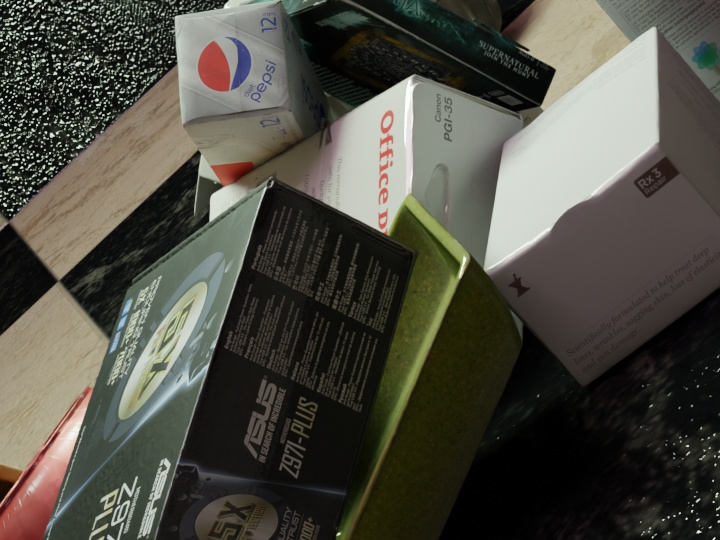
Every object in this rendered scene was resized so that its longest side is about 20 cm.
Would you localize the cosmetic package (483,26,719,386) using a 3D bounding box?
[{"bbox_3d":[0.131,-0.036,1.404,0.113,0.081,0.200,-37,15,20],"label":"cosmetic package"}]

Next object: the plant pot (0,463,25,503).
[{"bbox_3d":[-0.318,0.191,1.568,0.200,0.195,0.195,-11,63,57],"label":"plant pot"}]

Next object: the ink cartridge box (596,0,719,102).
[{"bbox_3d":[0.181,-0.195,1.500,0.136,0.200,0.076,-37,13,22],"label":"ink cartridge box"}]

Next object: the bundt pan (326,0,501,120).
[{"bbox_3d":[0.030,-0.157,2.135,0.202,0.076,0.202,-41,13,11],"label":"bundt pan"}]

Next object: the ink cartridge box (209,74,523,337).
[{"bbox_3d":[0.000,0.000,1.545,0.200,0.083,0.147,-27,54,48],"label":"ink cartridge box"}]

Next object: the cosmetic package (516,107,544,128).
[{"bbox_3d":[0.041,-0.036,1.702,0.105,0.071,0.200,-49,14,-25],"label":"cosmetic package"}]

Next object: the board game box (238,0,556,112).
[{"bbox_3d":[0.013,-0.126,1.608,0.028,0.135,0.200,-66,18,-11],"label":"board game box"}]

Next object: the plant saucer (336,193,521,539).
[{"bbox_3d":[0.017,0.076,1.326,0.200,0.048,0.200,-126,58,-78],"label":"plant saucer"}]

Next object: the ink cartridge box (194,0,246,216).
[{"bbox_3d":[-0.074,-0.139,2.272,0.117,0.067,0.200,-50,-24,-54],"label":"ink cartridge box"}]

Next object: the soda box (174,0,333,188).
[{"bbox_3d":[-0.057,-0.089,1.621,0.063,0.068,0.200,-7,-15,6],"label":"soda box"}]

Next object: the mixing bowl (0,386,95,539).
[{"bbox_3d":[-0.129,0.130,1.482,0.200,0.108,0.200,-53,4,5],"label":"mixing bowl"}]

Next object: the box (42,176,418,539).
[{"bbox_3d":[-0.069,0.082,1.316,0.164,0.086,0.200,-31,37,57],"label":"box"}]
